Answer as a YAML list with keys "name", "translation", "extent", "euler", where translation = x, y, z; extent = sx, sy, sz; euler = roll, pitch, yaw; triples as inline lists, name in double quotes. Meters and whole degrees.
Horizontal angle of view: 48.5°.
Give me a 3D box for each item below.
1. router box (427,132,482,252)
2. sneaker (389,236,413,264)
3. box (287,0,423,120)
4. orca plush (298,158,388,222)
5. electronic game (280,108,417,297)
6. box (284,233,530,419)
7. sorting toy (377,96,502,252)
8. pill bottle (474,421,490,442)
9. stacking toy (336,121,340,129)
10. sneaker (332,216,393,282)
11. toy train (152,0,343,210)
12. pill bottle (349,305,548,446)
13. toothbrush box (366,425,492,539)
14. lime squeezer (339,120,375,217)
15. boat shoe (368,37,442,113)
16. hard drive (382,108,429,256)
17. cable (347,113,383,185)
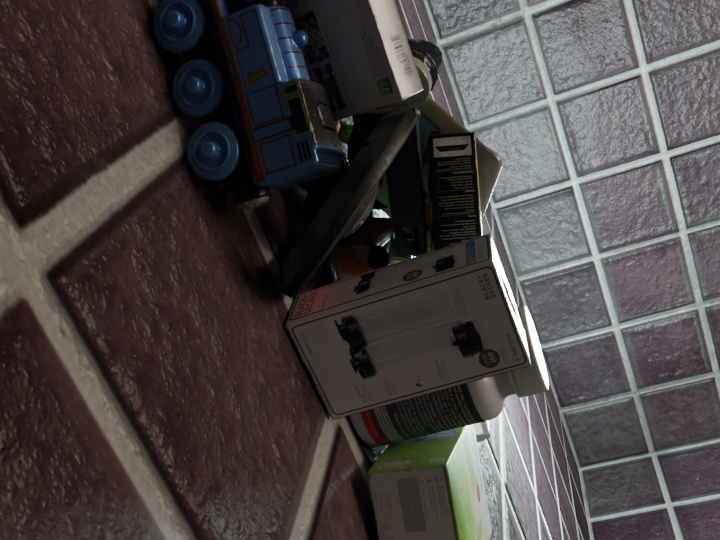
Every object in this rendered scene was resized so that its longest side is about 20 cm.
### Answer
- name: "router box"
  translation: [0.100, -0.047, 0.859]
  extent: [0.200, 0.051, 0.150]
  euler: [53, 34, -81]
- name: "sneaker"
  translation: [0.065, 0.001, 1.115]
  extent: [0.200, 0.074, 0.081]
  euler: [44, 29, -65]
- name: "box"
  translation: [-0.050, -0.197, 0.692]
  extent: [0.036, 0.199, 0.145]
  euler: [-33, 109, -44]
- name: "orca plush"
  translation: [-0.046, -0.086, 0.875]
  extent: [0.105, 0.071, 0.200]
  euler: [31, -2, 19]
- name: "electronic game"
  translation: [-0.011, -0.061, 0.723]
  extent: [0.042, 0.200, 0.200]
  euler: [34, 23, -5]
- name: "box"
  translation: [0.044, 0.054, 0.744]
  extent: [0.060, 0.199, 0.117]
  euler: [-79, 146, -62]
- name: "sorting toy"
  translation: [0.087, -0.114, 1.043]
  extent: [0.200, 0.036, 0.186]
  euler: [49, -46, 42]
- name: "pill bottle"
  translation: [0.113, 0.129, 1.067]
  extent: [0.112, 0.111, 0.201]
  euler: [40, 36, -63]
- name: "stacking toy"
  translation: [-0.047, -0.214, 0.926]
  extent: [0.200, 0.109, 0.117]
  euler: [76, 7, -59]
- name: "sneaker"
  translation: [0.000, 0.000, 0.919]
  extent: [0.200, 0.075, 0.093]
  euler: [-79, 170, -66]
- name: "toy train"
  translation: [-0.089, -0.153, 0.647]
  extent: [0.087, 0.114, 0.201]
  euler: [-5, 80, -75]
- name: "pill bottle"
  translation: [0.090, 0.107, 0.844]
  extent: [0.120, 0.199, 0.120]
  euler: [-16, 90, -74]
- name: "toothbrush box"
  translation: [0.081, 0.252, 0.861]
  extent: [0.200, 0.086, 0.147]
  euler: [-14, 94, -76]
- name: "lime squeezer"
  translation: [-0.016, -0.163, 1.084]
  extent: [0.071, 0.038, 0.201]
  euler: [-54, 134, -31]
- name: "boat shoe"
  translation: [-0.020, -0.190, 0.762]
  extent: [0.062, 0.199, 0.075]
  euler: [-62, 141, -41]
- name: "hard drive"
  translation: [0.052, -0.127, 0.911]
  extent: [0.135, 0.042, 0.201]
  euler: [-87, 171, -50]
- name: "cable"
  translation: [0.006, -0.161, 1.002]
  extent: [0.200, 0.051, 0.164]
  euler: [-30, 138, -79]
